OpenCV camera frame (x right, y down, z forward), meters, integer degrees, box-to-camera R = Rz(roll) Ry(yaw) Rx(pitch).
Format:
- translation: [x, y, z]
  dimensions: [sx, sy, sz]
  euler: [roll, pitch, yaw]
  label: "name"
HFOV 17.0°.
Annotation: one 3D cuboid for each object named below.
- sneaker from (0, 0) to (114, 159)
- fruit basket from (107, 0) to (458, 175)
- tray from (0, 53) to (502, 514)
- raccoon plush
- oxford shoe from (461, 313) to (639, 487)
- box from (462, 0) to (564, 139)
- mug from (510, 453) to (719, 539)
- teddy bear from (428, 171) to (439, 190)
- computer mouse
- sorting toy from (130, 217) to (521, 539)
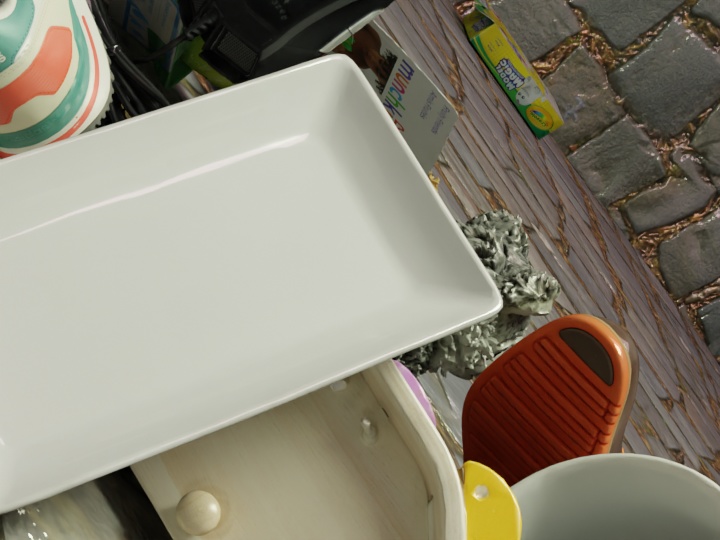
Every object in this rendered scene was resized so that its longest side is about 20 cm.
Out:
- translation: [-0.158, -0.137, 0.908]
  dimensions: [0.200, 0.070, 0.093]
  euler: [65, 7, 30]
  label: "sneaker"
- translation: [-0.042, -0.111, 1.207]
  dimensions: [0.200, 0.094, 0.185]
  euler: [52, -19, 8]
  label: "fruit basket"
- translation: [-0.058, 0.002, 0.753]
  dimensions: [0.108, 0.199, 0.022]
  euler: [59, -35, 15]
  label: "tray"
- translation: [0.000, 0.000, 1.043]
  dimensions: [0.200, 0.134, 0.097]
  euler: [43, 17, -55]
  label: "raccoon plush"
- translation: [0.089, 0.078, 1.093]
  dimensions: [0.071, 0.072, 0.200]
  euler: [49, -36, 19]
  label: "oxford shoe"
- translation: [0.200, -0.282, 3.263]
  dimensions: [0.200, 0.048, 0.117]
  euler: [56, 9, -18]
  label: "box"
- translation: [0.147, 0.188, 1.021]
  dimensions: [0.199, 0.148, 0.176]
  euler: [11, -27, 31]
  label: "mug"
- translation: [-0.002, -0.053, 1.344]
  dimensions: [0.145, 0.067, 0.201]
  euler: [26, -38, 44]
  label: "teddy bear"
- translation: [-0.055, -0.146, 1.110]
  dimensions: [0.141, 0.200, 0.046]
  euler: [52, 0, 20]
  label: "computer mouse"
- translation: [-0.025, 0.078, 0.864]
  dimensions: [0.201, 0.106, 0.180]
  euler: [58, -9, 11]
  label: "sorting toy"
